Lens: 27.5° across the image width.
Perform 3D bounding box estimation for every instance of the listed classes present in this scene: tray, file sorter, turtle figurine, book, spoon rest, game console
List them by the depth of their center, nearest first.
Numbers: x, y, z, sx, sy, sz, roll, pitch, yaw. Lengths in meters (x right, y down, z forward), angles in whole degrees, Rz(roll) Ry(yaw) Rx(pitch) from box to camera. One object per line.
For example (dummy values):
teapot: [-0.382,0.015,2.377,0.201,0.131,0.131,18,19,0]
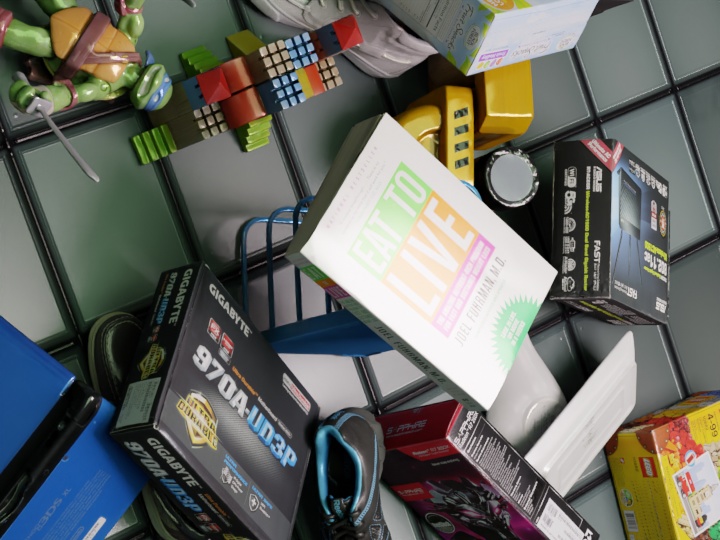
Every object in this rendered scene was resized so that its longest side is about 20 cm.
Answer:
game console: [-0.275,0.155,1.109,0.201,0.118,0.171,-52,144,-6]
turtle figurine: [-0.227,-0.194,1.126,0.193,0.200,0.145,30,107,-5]
book: [0.048,-0.003,1.128,0.200,0.048,0.134,39,64,-21]
file sorter: [0.000,0.000,1.238,0.138,0.199,0.124,4,78,-33]
spoon rest: [0.164,0.098,1.425,0.099,0.060,0.202,-2,98,-32]
tray: [0.217,0.158,1.429,0.200,0.022,0.108,-45,145,-29]

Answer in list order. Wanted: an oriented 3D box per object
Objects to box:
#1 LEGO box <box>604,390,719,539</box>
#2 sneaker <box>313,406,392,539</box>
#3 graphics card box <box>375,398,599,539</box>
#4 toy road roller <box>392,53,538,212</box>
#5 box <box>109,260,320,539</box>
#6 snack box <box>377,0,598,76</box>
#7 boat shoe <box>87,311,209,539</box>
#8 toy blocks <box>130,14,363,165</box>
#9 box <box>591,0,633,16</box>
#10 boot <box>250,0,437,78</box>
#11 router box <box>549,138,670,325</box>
LEGO box: [0.346,0.240,1.506,0.148,0.077,0.202,-17,93,-33]
sneaker: [-0.011,0.221,1.260,0.082,0.072,0.202,4,75,-73]
graphics card box: [0.106,0.202,1.323,0.200,0.125,0.051,45,53,-21]
toy road roller: [0.074,-0.135,1.351,0.145,0.123,0.202,2,83,-22]
box: [-0.110,0.119,1.172,0.200,0.046,0.160,55,34,-39]
snack box: [0.083,-0.262,1.277,0.200,0.068,0.168,43,38,24]
boat shoe: [-0.160,0.127,1.193,0.071,0.065,0.202,-21,95,-33]
toy blocks: [-0.084,-0.157,1.236,0.199,0.136,0.101,-27,99,-32]
box: [0.162,-0.344,1.431,0.147,0.124,0.202,-7,86,-33]
boot: [-0.012,-0.246,1.316,0.199,0.095,0.074,27,65,-29]
router box: [0.246,-0.033,1.433,0.200,0.062,0.152,18,73,-61]
